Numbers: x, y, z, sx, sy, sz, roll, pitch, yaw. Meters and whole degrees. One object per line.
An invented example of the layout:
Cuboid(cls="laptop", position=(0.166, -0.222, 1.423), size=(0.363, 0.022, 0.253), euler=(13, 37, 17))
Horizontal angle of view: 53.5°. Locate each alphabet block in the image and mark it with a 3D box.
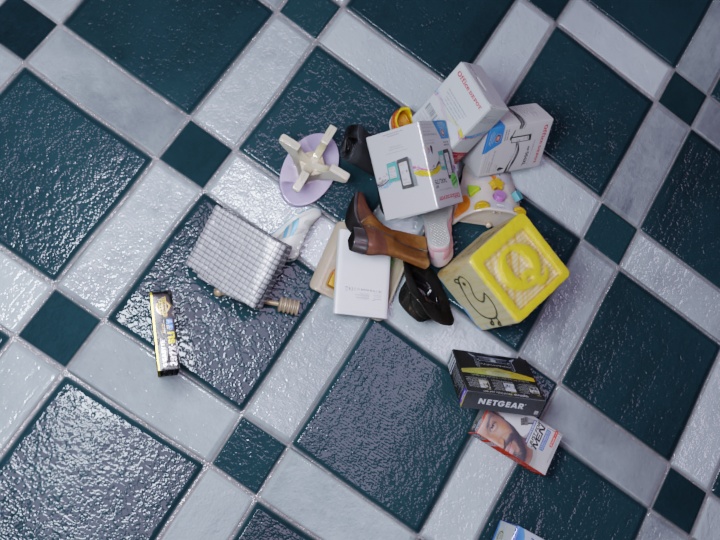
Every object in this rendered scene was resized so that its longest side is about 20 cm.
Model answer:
Cuboid(cls="alphabet block", position=(0.340, 0.008, 1.723), size=(0.196, 0.200, 0.196), euler=(-41, 92, -18))

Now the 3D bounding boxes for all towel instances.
Cuboid(cls="towel", position=(-0.271, -0.028, 1.602), size=(0.199, 0.086, 0.166), euler=(29, 95, 15))

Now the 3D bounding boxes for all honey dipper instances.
Cuboid(cls="honey dipper", position=(-0.240, 0.066, 1.654), size=(0.198, 0.038, 0.038), euler=(13, 76, -9))

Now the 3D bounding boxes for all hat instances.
Cuboid(cls="hat", position=(0.139, 0.065, 1.719), size=(0.081, 0.201, 0.201), euler=(-38, 90, 25))

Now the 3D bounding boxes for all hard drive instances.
Cuboid(cls="hard drive", position=(0.005, 0.009, 1.698), size=(0.131, 0.027, 0.202), euler=(7, 79, -17))

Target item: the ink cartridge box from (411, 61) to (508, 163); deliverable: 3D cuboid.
Cuboid(cls="ink cartridge box", position=(0.237, -0.374, 1.717), size=(0.082, 0.200, 0.146), euler=(-5, 61, -44))

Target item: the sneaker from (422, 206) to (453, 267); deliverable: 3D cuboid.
Cuboid(cls="sneaker", position=(0.193, -0.095, 1.784), size=(0.075, 0.105, 0.201), euler=(-1, 48, 7))

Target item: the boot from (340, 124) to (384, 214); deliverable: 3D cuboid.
Cuboid(cls="boot", position=(0.028, -0.236, 1.707), size=(0.065, 0.200, 0.166), euler=(-12, 67, 28))

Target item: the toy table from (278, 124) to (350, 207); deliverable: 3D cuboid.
Cuboid(cls="toy table", position=(-0.117, -0.255, 1.708), size=(0.183, 0.117, 0.201), euler=(19, 76, -10))

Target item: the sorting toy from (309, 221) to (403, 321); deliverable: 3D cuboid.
Cuboid(cls="sorting toy", position=(0.000, 0.000, 1.727), size=(0.199, 0.036, 0.186), euler=(26, 74, -8))

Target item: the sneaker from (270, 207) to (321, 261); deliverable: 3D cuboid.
Cuboid(cls="sneaker", position=(-0.163, -0.070, 1.682), size=(0.200, 0.077, 0.081), euler=(-41, 89, -9))

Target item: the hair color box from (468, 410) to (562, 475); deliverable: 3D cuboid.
Cuboid(cls="hair color box", position=(0.375, 0.395, 1.729), size=(0.199, 0.064, 0.111), euler=(31, 74, -5))

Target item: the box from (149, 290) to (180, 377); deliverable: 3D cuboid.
Cuboid(cls="box", position=(-0.414, 0.137, 1.508), size=(0.049, 0.200, 0.161), euler=(-5, 80, -16))

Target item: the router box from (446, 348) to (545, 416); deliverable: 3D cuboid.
Cuboid(cls="router box", position=(0.319, 0.265, 1.696), size=(0.198, 0.158, 0.053), euler=(10, 119, -12))

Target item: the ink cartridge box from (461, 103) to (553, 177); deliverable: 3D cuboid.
Cuboid(cls="ink cartridge box", position=(0.372, -0.331, 1.812), size=(0.199, 0.147, 0.084), euler=(-13, 45, -23))

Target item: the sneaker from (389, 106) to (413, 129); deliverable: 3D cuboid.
Cuboid(cls="sneaker", position=(0.123, -0.313, 1.801), size=(0.073, 0.077, 0.201), euler=(-20, 86, -19))

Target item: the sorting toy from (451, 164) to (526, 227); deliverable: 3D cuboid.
Cuboid(cls="sorting toy", position=(0.334, -0.203, 1.836), size=(0.198, 0.107, 0.181), euler=(7, 58, -13))

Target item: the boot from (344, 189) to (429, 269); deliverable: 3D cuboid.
Cuboid(cls="boot", position=(0.068, -0.100, 1.691), size=(0.199, 0.069, 0.189), euler=(11, 40, -18))

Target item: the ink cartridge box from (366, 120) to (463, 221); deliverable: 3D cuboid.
Cuboid(cls="ink cartridge box", position=(0.129, -0.233, 1.674), size=(0.146, 0.145, 0.202), euler=(-21, 99, -56))

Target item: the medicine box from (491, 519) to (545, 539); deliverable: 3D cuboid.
Cuboid(cls="medicine box", position=(0.387, 0.709, 1.648), size=(0.199, 0.103, 0.183), euler=(30, 73, -8))
